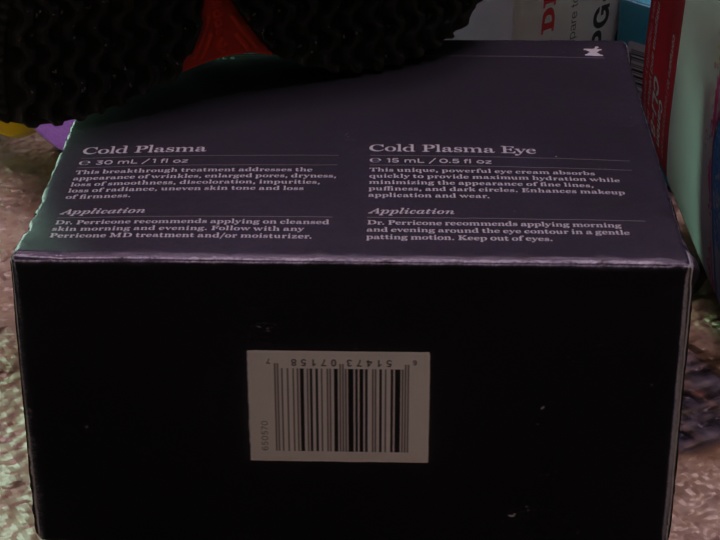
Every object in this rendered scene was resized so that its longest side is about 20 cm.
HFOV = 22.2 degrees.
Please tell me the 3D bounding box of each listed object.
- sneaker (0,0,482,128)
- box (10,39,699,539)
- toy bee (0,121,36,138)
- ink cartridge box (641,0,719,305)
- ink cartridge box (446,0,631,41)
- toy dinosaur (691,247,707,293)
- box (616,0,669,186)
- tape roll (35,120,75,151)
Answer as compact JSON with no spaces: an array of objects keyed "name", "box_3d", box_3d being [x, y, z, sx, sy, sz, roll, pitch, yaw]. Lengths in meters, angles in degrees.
[{"name":"sneaker","box_3d":[-0.054,-0.110,0.645,0.200,0.070,0.093,-15,36,-21]},{"name":"box","box_3d":[0.000,0.000,0.622,0.200,0.104,0.182,1,28,2]},{"name":"toy bee","box_3d":[-0.210,-0.093,0.828,0.200,0.109,0.131,12,11,-42]},{"name":"ink cartridge box","box_3d":[0.197,-0.055,0.644,0.145,0.145,0.200,-4,41,-6]},{"name":"ink cartridge box","box_3d":[0.098,-0.134,0.833,0.083,0.145,0.200,25,36,36]},{"name":"toy dinosaur","box_3d":[0.203,-0.041,0.768,0.200,0.048,0.088,-13,37,-17]},{"name":"box","box_3d":[0.197,-0.108,0.851,0.200,0.082,0.049,-24,36,-39]},{"name":"tape roll","box_3d":[-0.065,-0.136,0.759,0.200,0.200,0.066,19,4,33]}]
